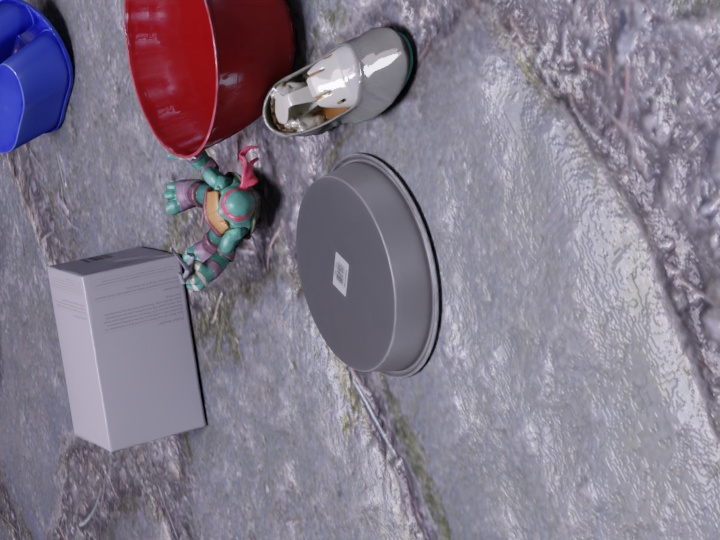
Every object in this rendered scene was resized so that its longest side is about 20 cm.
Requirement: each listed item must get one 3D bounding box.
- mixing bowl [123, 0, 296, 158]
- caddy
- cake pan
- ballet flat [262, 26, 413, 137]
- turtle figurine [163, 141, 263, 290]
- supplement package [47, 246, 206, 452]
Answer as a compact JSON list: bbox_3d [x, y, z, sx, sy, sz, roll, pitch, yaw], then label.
[{"bbox_3d":[-0.128,-0.208,1.538,0.200,0.108,0.201,30,126,54],"label":"mixing bowl"},{"bbox_3d":[-0.423,-0.241,2.075,0.141,0.105,0.200,44,143,11],"label":"caddy"},{"bbox_3d":[0.000,0.000,1.471,0.200,0.037,0.201,35,131,52],"label":"cake pan"},{"bbox_3d":[-0.025,-0.150,1.424,0.200,0.063,0.068,-22,83,61],"label":"ballet flat"},{"bbox_3d":[-0.145,-0.055,1.648,0.200,0.100,0.150,158,109,-76],"label":"turtle figurine"},{"bbox_3d":[-0.264,0.086,1.900,0.120,0.121,0.201,10,110,59],"label":"supplement package"}]
